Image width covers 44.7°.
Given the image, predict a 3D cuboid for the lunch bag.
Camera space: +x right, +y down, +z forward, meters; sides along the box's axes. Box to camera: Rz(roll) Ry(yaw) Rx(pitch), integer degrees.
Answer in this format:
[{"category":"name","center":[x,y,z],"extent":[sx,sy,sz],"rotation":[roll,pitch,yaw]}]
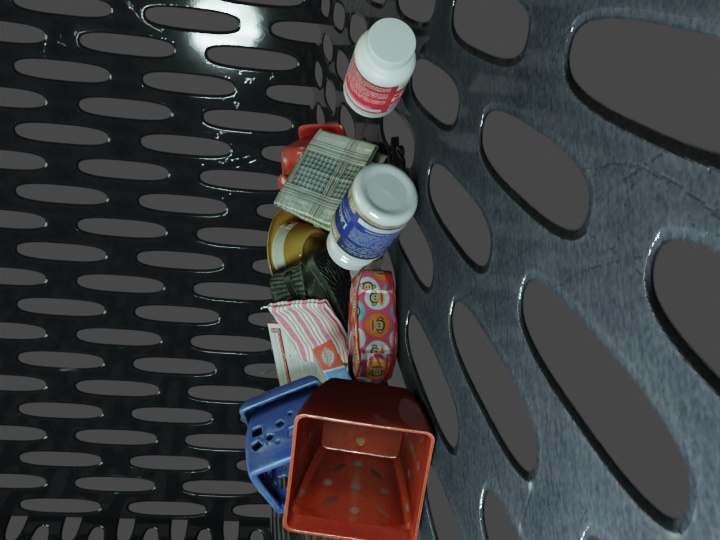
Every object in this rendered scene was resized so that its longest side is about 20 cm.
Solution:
[{"category":"lunch bag","center":[0.014,0.109,1.599],"extent":[0.176,0.081,0.203],"rotation":[121,151,-72]}]

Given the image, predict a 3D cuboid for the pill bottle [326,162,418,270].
[{"category":"pill bottle","center":[0.013,-0.086,1.506],"extent":[0.200,0.114,0.117],"rotation":[125,149,-57]}]

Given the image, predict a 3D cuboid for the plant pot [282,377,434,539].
[{"category":"plant pot","center":[0.000,0.272,1.330],"extent":[0.177,0.197,0.202],"rotation":[-79,-2,-68]}]

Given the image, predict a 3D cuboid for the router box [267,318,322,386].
[{"category":"router box","center":[-0.098,0.201,1.863],"extent":[0.049,0.178,0.202],"rotation":[-29,-66,-52]}]

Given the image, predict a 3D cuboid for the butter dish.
[{"category":"butter dish","center":[-0.110,-0.203,1.884],"extent":[0.199,0.147,0.202],"rotation":[12,120,55]}]

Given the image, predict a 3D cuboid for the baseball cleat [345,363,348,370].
[{"category":"baseball cleat","center":[-0.010,0.213,1.747],"extent":[0.107,0.069,0.203],"rotation":[121,151,-71]}]

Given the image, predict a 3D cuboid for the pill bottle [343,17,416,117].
[{"category":"pill bottle","center":[0.037,-0.363,1.566],"extent":[0.200,0.111,0.114],"rotation":[125,148,-73]}]

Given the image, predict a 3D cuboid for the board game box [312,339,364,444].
[{"category":"board game box","center":[-0.029,0.235,1.617],"extent":[0.154,0.040,0.200],"rotation":[60,171,24]}]

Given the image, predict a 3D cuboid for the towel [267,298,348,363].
[{"category":"towel","center":[-0.096,0.123,1.732],"extent":[0.199,0.030,0.147],"rotation":[-6,121,50]}]

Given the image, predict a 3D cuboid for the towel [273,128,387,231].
[{"category":"towel","center":[-0.059,-0.181,1.733],"extent":[0.194,0.199,0.035],"rotation":[-58,-34,-12]}]

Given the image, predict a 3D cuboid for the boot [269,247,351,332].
[{"category":"boot","center":[-0.081,0.071,1.756],"extent":[0.157,0.079,0.213],"rotation":[-32,84,40]}]

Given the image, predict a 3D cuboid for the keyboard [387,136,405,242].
[{"category":"keyboard","center":[0.064,-0.161,1.597],"extent":[0.128,0.020,0.202],"rotation":[107,164,-55]}]

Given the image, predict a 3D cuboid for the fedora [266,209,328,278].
[{"category":"fedora","center":[-0.121,-0.044,1.874],"extent":[0.200,0.081,0.203],"rotation":[8,-99,-61]}]

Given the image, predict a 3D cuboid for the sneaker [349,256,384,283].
[{"category":"sneaker","center":[0.000,0.000,1.779],"extent":[0.200,0.075,0.093],"rotation":[-123,33,-77]}]

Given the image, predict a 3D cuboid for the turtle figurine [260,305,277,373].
[{"category":"turtle figurine","center":[-0.119,0.129,2.011],"extent":[0.200,0.193,0.145],"rotation":[-41,59,33]}]

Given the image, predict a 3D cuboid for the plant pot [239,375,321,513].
[{"category":"plant pot","center":[-0.123,0.336,1.736],"extent":[0.201,0.198,0.181],"rotation":[71,176,-51]}]

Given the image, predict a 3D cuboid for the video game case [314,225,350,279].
[{"category":"video game case","center":[-0.052,-0.021,1.983],"extent":[0.181,0.035,0.202],"rotation":[-174,67,-77]}]
